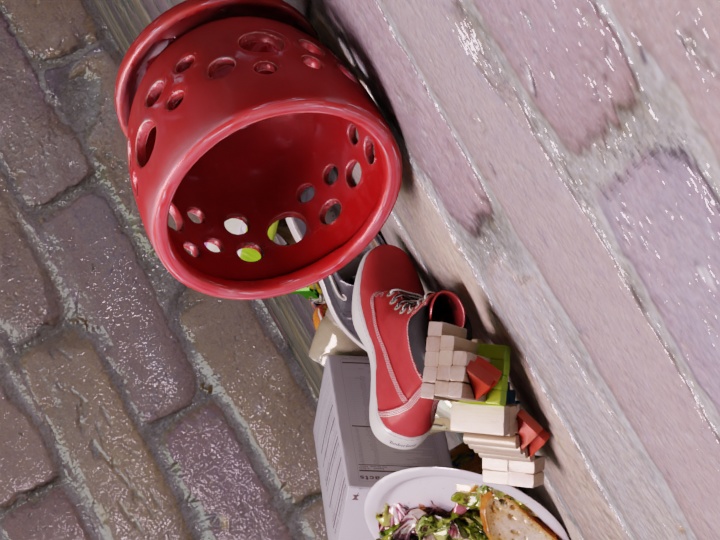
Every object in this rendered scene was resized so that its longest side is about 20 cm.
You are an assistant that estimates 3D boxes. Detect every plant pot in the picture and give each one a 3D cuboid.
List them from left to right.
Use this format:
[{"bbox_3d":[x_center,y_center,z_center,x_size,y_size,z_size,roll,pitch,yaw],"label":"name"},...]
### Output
[{"bbox_3d":[-0.088,-0.108,1.201,0.201,0.200,0.183,70,177,-50],"label":"plant pot"}]

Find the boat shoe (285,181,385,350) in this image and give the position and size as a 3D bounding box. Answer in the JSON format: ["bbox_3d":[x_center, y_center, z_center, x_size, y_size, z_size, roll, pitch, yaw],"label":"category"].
[{"bbox_3d":[0.000,0.000,1.473,0.200,0.074,0.060,61,156,-9],"label":"boat shoe"}]

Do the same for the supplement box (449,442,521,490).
[{"bbox_3d":[0.115,0.230,1.567,0.069,0.066,0.200,61,172,-4],"label":"supplement box"}]

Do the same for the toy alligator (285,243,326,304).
[{"bbox_3d":[-0.062,0.001,1.705,0.200,0.059,0.054,32,-123,-77],"label":"toy alligator"}]

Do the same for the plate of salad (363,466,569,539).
[{"bbox_3d":[0.096,0.252,1.413,0.048,0.200,0.200,-68,-33,-40],"label":"plate of salad"}]

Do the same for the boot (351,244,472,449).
[{"bbox_3d":[0.049,0.030,1.297,0.144,0.072,0.200,115,155,-46],"label":"boot"}]

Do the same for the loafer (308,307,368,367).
[{"bbox_3d":[0.014,0.113,1.666,0.200,0.068,0.076,45,-175,-30],"label":"loafer"}]

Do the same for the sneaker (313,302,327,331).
[{"bbox_3d":[-0.008,0.129,1.749,0.073,0.077,0.200,-5,-118,-52],"label":"sneaker"}]

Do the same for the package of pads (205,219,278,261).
[{"bbox_3d":[-0.111,-0.078,1.532,0.155,0.068,0.201,154,130,-82],"label":"package of pads"}]

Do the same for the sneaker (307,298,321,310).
[{"bbox_3d":[-0.017,0.074,1.825,0.200,0.077,0.112,53,170,46],"label":"sneaker"}]

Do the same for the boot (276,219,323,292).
[{"bbox_3d":[-0.019,0.004,1.607,0.167,0.072,0.200,58,180,-20],"label":"boot"}]

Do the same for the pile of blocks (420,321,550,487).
[{"bbox_3d":[0.113,0.105,1.205,0.062,0.082,0.200,3,148,29],"label":"pile of blocks"}]

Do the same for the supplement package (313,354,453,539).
[{"bbox_3d":[0.021,0.191,1.550,0.200,0.113,0.110,-100,17,-54],"label":"supplement package"}]

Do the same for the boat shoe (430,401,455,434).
[{"bbox_3d":[0.078,0.130,1.433,0.063,0.073,0.201,64,166,8],"label":"boat shoe"}]
